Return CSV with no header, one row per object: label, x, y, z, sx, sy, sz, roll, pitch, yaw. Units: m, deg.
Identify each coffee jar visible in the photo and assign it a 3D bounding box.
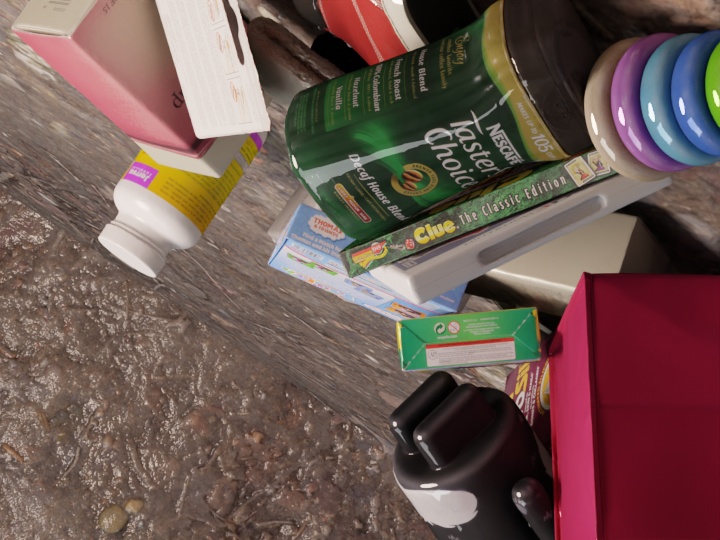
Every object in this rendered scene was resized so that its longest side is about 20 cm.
coffee jar,0.058,-0.098,0.784,0.199,0.086,0.104,-22,131,25

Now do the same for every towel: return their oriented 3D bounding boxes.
towel,-0.007,-0.118,0.977,0.200,0.035,0.133,40,172,6

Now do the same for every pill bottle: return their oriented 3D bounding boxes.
pill bottle,-0.191,-0.095,1.311,0.104,0.201,0.104,30,166,8

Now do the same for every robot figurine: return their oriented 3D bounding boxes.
robot figurine,0.107,0.181,1.069,0.200,0.124,0.151,56,-159,-25

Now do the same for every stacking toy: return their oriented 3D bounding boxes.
stacking toy,0.211,-0.099,0.656,0.085,0.086,0.200,38,161,-22

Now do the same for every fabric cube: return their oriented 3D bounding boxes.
fabric cube,0.252,0.125,0.914,0.198,0.201,0.196,1,160,0

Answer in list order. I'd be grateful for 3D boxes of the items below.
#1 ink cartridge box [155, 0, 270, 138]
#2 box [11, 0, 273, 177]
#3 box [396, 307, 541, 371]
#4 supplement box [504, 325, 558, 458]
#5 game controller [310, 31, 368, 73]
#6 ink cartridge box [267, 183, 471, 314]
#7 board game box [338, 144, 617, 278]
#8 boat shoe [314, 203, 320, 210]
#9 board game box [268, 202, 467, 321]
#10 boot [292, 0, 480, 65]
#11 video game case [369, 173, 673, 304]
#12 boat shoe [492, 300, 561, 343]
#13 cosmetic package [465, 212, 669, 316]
ink cartridge box,-0.101,-0.183,0.930,0.200,0.050,0.162,8,115,65
box,-0.181,-0.194,1.093,0.109,0.128,0.200,17,160,46
box,0.099,0.063,1.084,0.117,0.049,0.200,-6,177,8
supplement box,0.213,0.125,1.150,0.103,0.131,0.200,19,145,-10
game controller,0.043,-0.126,1.009,0.104,0.042,0.200,20,162,44
ink cartridge box,0.015,-0.022,1.351,0.145,0.084,0.200,42,164,-32
board game box,0.089,-0.050,0.841,0.024,0.199,0.105,64,-157,-10
boat shoe,0.018,-0.090,1.133,0.074,0.086,0.202,32,-164,10
board game box,0.000,0.000,1.080,0.151,0.037,0.200,23,170,-6
boot,0.028,-0.155,0.890,0.144,0.073,0.200,21,154,43
video game case,0.099,-0.034,0.857,0.200,0.181,0.023,-149,34,-81
boat shoe,0.178,0.049,1.222,0.201,0.072,0.060,37,135,-24
cosmetic package,0.142,-0.013,1.030,0.199,0.073,0.103,13,167,31
